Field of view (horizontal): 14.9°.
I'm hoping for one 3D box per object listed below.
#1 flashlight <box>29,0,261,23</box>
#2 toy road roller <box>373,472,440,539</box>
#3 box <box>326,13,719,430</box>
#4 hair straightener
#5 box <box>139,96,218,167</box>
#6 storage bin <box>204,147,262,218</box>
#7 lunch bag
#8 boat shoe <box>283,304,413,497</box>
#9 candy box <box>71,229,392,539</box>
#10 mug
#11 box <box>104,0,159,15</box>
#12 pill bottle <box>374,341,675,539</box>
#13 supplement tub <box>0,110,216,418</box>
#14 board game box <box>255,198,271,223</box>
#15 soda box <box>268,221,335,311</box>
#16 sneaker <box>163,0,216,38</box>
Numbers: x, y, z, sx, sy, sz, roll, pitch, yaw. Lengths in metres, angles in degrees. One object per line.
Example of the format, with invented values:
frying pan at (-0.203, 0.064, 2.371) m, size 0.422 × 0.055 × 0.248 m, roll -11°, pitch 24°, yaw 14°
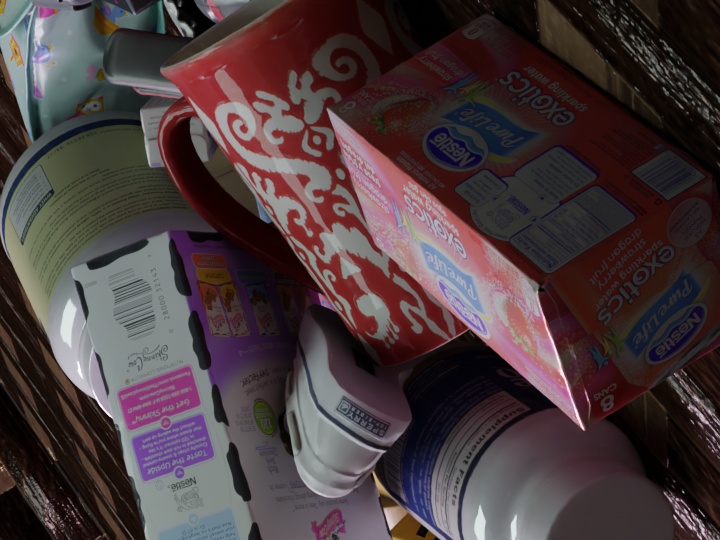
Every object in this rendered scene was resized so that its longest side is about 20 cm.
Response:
flashlight at (-0.120, -0.173, 1.610) m, size 0.200 × 0.068 × 0.068 m, roll 6°, pitch 173°, yaw 35°
toy road roller at (0.054, 0.192, 1.698) m, size 0.200 × 0.146 × 0.123 m, roll 17°, pitch 139°, yaw 44°
box at (0.082, -0.027, 1.307) m, size 0.200 × 0.103 × 0.095 m, roll 41°, pitch 157°, yaw 49°
hair straightener at (-0.068, -0.110, 1.597) m, size 0.200 × 0.041 × 0.077 m, roll 16°, pitch 180°, yaw 28°
box at (-0.110, -0.102, 1.790) m, size 0.200 × 0.041 × 0.039 m, roll -81°, pitch -17°, yaw -79°
storage bin at (-0.147, -0.050, 2.071) m, size 0.199 × 0.094 × 0.200 m, roll 53°, pitch 165°, yaw 22°
lunch bag at (-0.199, -0.205, 1.850) m, size 0.200 × 0.122 × 0.171 m, roll 88°, pitch 166°, yaw -52°
boat shoe at (-0.016, 0.071, 1.521) m, size 0.073 × 0.065 × 0.200 m, roll 32°, pitch -170°, yaw -3°
candy box at (-0.070, 0.083, 1.566) m, size 0.168 × 0.071 × 0.200 m, roll 4°, pitch -113°, yaw -65°
mug at (-0.006, -0.059, 1.499) m, size 0.200 × 0.133 × 0.177 m, roll 57°, pitch 160°, yaw -10°
box at (-0.131, -0.262, 1.498) m, size 0.115 × 0.132 × 0.200 m, roll 32°, pitch 150°, yaw 55°
pill bottle at (0.092, 0.119, 1.549) m, size 0.200 × 0.111 × 0.111 m, roll 34°, pitch 151°, yaw 61°
supplement tub at (-0.146, 0.000, 1.802) m, size 0.200 × 0.145 × 0.145 m, roll -123°, pitch 11°, yaw -51°
board game box at (-0.045, -0.049, 1.875) m, size 0.103 × 0.019 × 0.200 m, roll 52°, pitch 164°, yaw 34°
soda box at (0.000, 0.000, 1.709) m, size 0.064 × 0.070 × 0.200 m, roll 64°, pitch 166°, yaw -17°
sneaker at (-0.078, -0.140, 1.701) m, size 0.200 × 0.066 × 0.090 m, roll 58°, pitch 164°, yaw -3°
